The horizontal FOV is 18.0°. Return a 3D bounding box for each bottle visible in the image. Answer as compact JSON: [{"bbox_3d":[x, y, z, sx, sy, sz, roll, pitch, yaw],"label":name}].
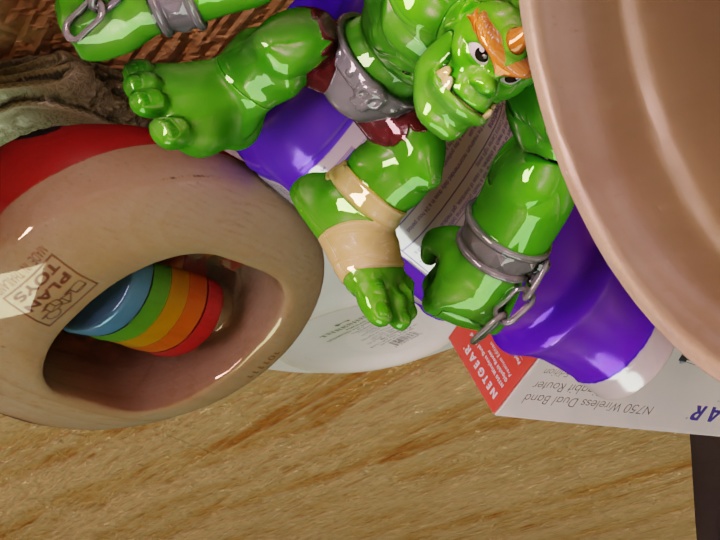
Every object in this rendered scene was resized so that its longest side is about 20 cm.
[{"bbox_3d":[0.041,-0.024,0.859,0.200,0.084,0.065,39,173,-27],"label":"bottle"}]

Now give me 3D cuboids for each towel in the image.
[{"bbox_3d":[-0.135,-0.048,0.993,0.147,0.037,0.200,-7,167,23],"label":"towel"}]

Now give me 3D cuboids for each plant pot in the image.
[{"bbox_3d":[0.165,-0.081,0.623,0.173,0.201,0.200,-16,174,-25],"label":"plant pot"}]

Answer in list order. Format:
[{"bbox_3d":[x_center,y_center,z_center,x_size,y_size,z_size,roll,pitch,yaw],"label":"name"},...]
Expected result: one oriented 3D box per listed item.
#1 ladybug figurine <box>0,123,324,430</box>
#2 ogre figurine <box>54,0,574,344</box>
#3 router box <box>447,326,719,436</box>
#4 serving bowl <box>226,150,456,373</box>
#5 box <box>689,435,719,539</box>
[{"bbox_3d":[-0.093,-0.002,0.862,0.136,0.072,0.200,-40,154,11],"label":"ladybug figurine"},{"bbox_3d":[0.007,-0.066,0.745,0.120,0.200,0.098,-43,-169,21],"label":"ogre figurine"},{"bbox_3d":[0.165,-0.008,0.990,0.199,0.049,0.180,7,129,-39],"label":"router box"},{"bbox_3d":[0.000,0.000,1.005,0.199,0.066,0.200,-8,158,-3],"label":"serving bowl"},{"bbox_3d":[0.396,0.210,1.990,0.124,0.150,0.199,-12,164,41],"label":"box"}]
